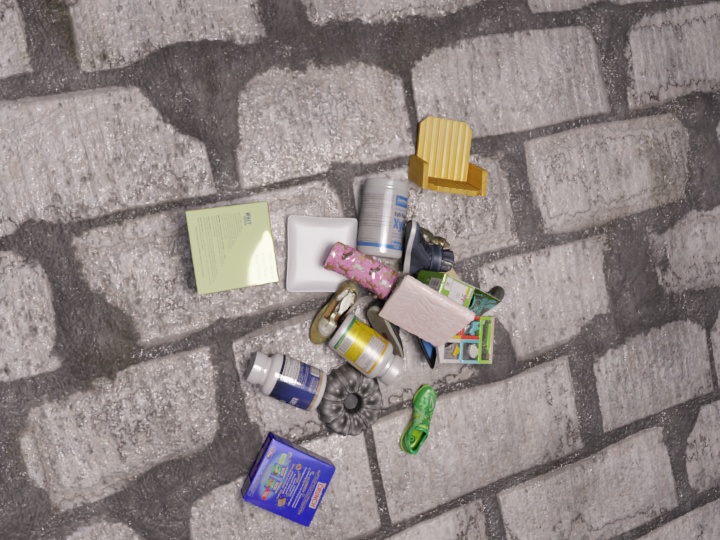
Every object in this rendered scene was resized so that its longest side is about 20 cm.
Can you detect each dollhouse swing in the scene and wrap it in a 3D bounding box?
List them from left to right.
[{"bbox_3d":[0.255,-0.323,1.490,0.195,0.182,0.180,5,110,-16],"label":"dollhouse swing"}]

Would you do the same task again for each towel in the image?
[{"bbox_3d":[0.163,0.107,1.345,0.197,0.192,0.033,28,54,-5],"label":"towel"}]

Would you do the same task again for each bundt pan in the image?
[{"bbox_3d":[-0.025,0.361,1.462,0.196,0.076,0.208,0,90,-17],"label":"bundt pan"}]

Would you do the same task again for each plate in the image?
[{"bbox_3d":[-0.106,-0.044,1.449,0.194,0.032,0.206,1,91,-18],"label":"plate"}]

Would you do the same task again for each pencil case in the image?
[{"bbox_3d":[0.000,0.000,1.399,0.197,0.083,0.088,29,86,2],"label":"pencil case"}]

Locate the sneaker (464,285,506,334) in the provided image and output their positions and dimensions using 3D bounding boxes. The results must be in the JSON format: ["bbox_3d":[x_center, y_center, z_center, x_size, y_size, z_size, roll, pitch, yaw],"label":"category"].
[{"bbox_3d":[0.351,0.094,1.554,0.199,0.077,0.092,-39,105,-29],"label":"sneaker"}]

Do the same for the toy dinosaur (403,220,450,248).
[{"bbox_3d":[0.161,-0.095,1.524,0.197,0.047,0.090,31,73,-14],"label":"toy dinosaur"}]

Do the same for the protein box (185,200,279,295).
[{"bbox_3d":[-0.321,-0.056,1.330,0.195,0.135,0.204,-9,93,-16],"label":"protein box"}]

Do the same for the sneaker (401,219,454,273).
[{"bbox_3d":[0.186,-0.062,1.429,0.142,0.204,0.079,4,58,4],"label":"sneaker"}]

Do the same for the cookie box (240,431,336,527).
[{"bbox_3d":[-0.191,0.557,1.415,0.197,0.075,0.174,30,83,-15],"label":"cookie box"}]

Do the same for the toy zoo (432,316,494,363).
[{"bbox_3d":[0.281,0.191,1.479,0.195,0.020,0.135,5,88,-19],"label":"toy zoo"}]

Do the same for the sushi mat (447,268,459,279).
[{"bbox_3d":[0.269,0.061,1.551,0.096,0.012,0.201,-47,112,-25],"label":"sushi mat"}]

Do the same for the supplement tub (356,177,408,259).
[{"bbox_3d":[0.060,-0.139,1.447,0.128,0.132,0.206,7,91,-17],"label":"supplement tub"}]

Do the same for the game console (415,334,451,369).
[{"bbox_3d":[0.213,0.143,1.507,0.173,0.116,0.204,-27,99,-14],"label":"game console"}]

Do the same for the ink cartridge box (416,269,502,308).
[{"bbox_3d":[0.258,0.073,1.422,0.196,0.147,0.077,24,85,-20],"label":"ink cartridge box"}]

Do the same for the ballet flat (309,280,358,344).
[{"bbox_3d":[-0.070,0.119,1.429,0.070,0.071,0.202,34,93,-14],"label":"ballet flat"}]

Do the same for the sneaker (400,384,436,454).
[{"bbox_3d":[0.178,0.432,1.520,0.073,0.083,0.205,20,85,-16],"label":"sneaker"}]

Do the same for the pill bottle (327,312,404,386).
[{"bbox_3d":[0.018,0.216,1.432,0.198,0.113,0.114,37,81,0],"label":"pill bottle"}]

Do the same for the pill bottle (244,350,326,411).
[{"bbox_3d":[-0.196,0.284,1.388,0.196,0.111,0.113,25,84,-15],"label":"pill bottle"}]

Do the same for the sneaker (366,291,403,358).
[{"bbox_3d":[0.093,0.159,1.495,0.106,0.073,0.204,-48,127,-43],"label":"sneaker"}]
